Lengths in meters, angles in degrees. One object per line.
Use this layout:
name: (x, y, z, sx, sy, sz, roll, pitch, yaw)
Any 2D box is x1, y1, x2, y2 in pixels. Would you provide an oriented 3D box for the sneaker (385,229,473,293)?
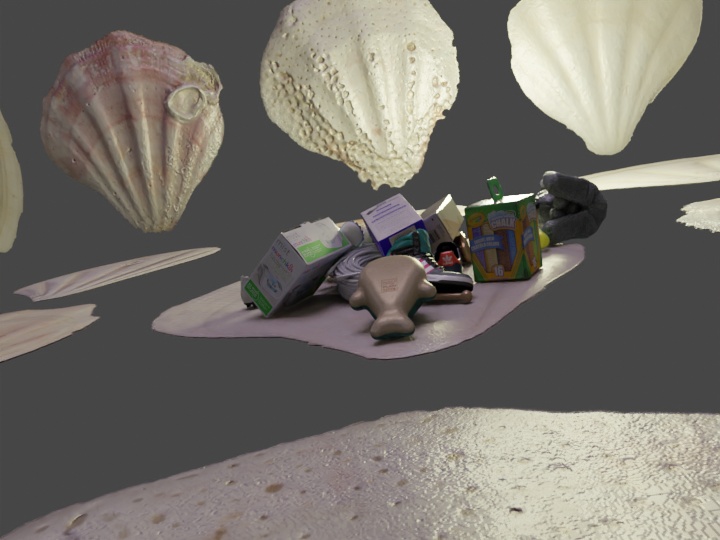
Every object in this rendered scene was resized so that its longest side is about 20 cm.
sneaker: (0.135, -0.019, 1.231, 0.194, 0.124, 0.084, 5, -21, 21)

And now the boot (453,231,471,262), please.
boot: (0.199, -0.037, 1.571, 0.162, 0.074, 0.200, -23, 12, 8)

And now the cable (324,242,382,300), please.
cable: (0.038, 0.002, 1.366, 0.194, 0.071, 0.200, 0, 24, 21)

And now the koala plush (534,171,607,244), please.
koala plush: (0.522, -0.164, 1.619, 0.178, 0.184, 0.200, 0, 7, -14)

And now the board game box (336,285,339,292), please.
board game box: (0.000, 0.000, 1.495, 0.092, 0.031, 0.201, -6, 23, 10)

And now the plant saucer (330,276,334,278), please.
plant saucer: (-0.009, -0.009, 1.650, 0.193, 0.037, 0.200, -10, 11, 2)

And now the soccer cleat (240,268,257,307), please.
soccer cleat: (-0.212, 0.026, 1.515, 0.068, 0.089, 0.197, -1, 13, 41)

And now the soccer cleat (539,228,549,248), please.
soccer cleat: (0.385, -0.068, 1.552, 0.197, 0.065, 0.084, 9, 51, 51)

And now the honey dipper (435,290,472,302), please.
honey dipper: (0.122, 0.049, 1.190, 0.195, 0.039, 0.038, -3, 12, 30)

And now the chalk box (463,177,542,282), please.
chalk box: (0.301, -0.092, 1.297, 0.121, 0.207, 0.123, -3, 12, 35)

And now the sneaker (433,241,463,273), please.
sneaker: (0.195, -0.025, 1.379, 0.072, 0.087, 0.200, -9, 10, 2)

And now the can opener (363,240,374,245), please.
can opener: (0.012, -0.058, 1.515, 0.194, 0.068, 0.053, -2, 26, 27)

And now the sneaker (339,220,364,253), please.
sneaker: (-0.055, -0.043, 1.467, 0.200, 0.072, 0.073, -47, 1, 45)

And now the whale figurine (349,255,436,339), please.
whale figurine: (0.059, 0.061, 1.079, 0.154, 0.106, 0.202, -8, 35, 6)

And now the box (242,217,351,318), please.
box: (-0.139, -0.013, 1.373, 0.177, 0.097, 0.199, -48, -11, 29)

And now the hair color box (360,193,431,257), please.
hair color box: (0.075, -0.096, 1.373, 0.107, 0.066, 0.201, -26, 26, 0)

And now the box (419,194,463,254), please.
box: (0.184, -0.109, 1.493, 0.094, 0.079, 0.200, -32, 7, 26)

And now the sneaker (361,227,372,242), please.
sneaker: (-0.009, -0.067, 1.628, 0.112, 0.076, 0.200, -15, -7, -15)
